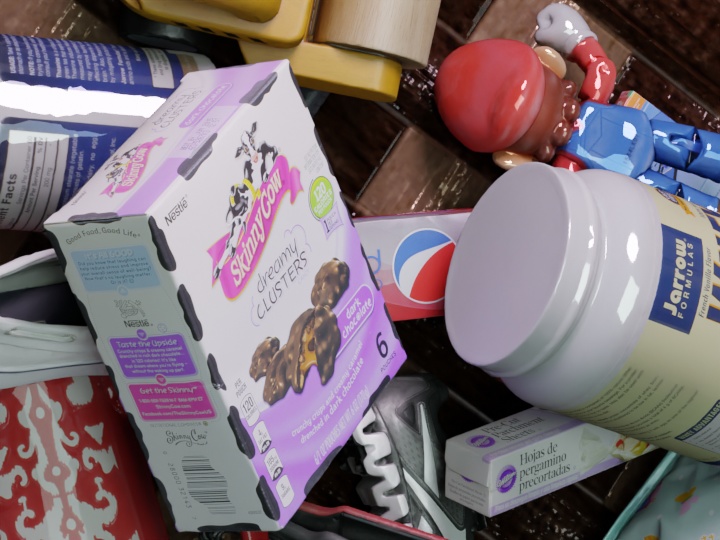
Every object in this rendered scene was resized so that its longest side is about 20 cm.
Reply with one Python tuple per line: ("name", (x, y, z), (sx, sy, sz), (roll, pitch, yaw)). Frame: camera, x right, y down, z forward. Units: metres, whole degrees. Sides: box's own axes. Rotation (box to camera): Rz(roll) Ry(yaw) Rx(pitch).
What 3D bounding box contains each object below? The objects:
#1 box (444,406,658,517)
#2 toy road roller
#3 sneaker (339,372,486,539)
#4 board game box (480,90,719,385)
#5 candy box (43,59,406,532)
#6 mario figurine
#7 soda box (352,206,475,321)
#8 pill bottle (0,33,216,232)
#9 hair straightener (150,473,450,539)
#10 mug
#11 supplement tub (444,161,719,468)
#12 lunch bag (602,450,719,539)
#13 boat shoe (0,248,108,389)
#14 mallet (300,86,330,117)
("box", (0.135, 0.100, 1.682), (0.200, 0.041, 0.039), (-17, 117, -39))
("toy road roller", (-0.049, -0.178, 1.580), (0.200, 0.146, 0.123), (12, 87, -1))
("sneaker", (0.048, 0.152, 1.678), (0.090, 0.066, 0.200), (-20, 95, -16))
("board game box", (0.157, -0.002, 1.739), (0.103, 0.019, 0.200), (35, 80, -18))
("candy box", (-0.068, 0.013, 1.490), (0.168, 0.071, 0.200), (-52, 129, -47))
("mario figurine", (0.136, -0.083, 1.701), (0.200, 0.106, 0.124), (24, 44, -11))
("soda box", (0.000, 0.000, 1.656), (0.200, 0.070, 0.064), (-5, 93, -19))
("pill bottle", (-0.186, -0.077, 1.568), (0.200, 0.111, 0.111), (4, 90, -20))
("hair straightener", (-0.040, 0.161, 1.614), (0.200, 0.041, 0.077), (22, 46, 10))
("mug", (-0.155, 0.130, 1.576), (0.177, 0.133, 0.200), (-14, 91, -12))
("supplement tub", (0.165, 0.025, 1.609), (0.200, 0.145, 0.145), (19, 85, -28))
("lunch bag", (0.241, 0.200, 1.713), (0.170, 0.122, 0.200), (39, 84, -33))
("boat shoe", (-0.137, 0.017, 1.509), (0.200, 0.065, 0.074), (-18, 68, -40))
("mallet", (-0.009, -0.155, 1.672), (0.066, 0.041, 0.200), (43, 82, -14))
